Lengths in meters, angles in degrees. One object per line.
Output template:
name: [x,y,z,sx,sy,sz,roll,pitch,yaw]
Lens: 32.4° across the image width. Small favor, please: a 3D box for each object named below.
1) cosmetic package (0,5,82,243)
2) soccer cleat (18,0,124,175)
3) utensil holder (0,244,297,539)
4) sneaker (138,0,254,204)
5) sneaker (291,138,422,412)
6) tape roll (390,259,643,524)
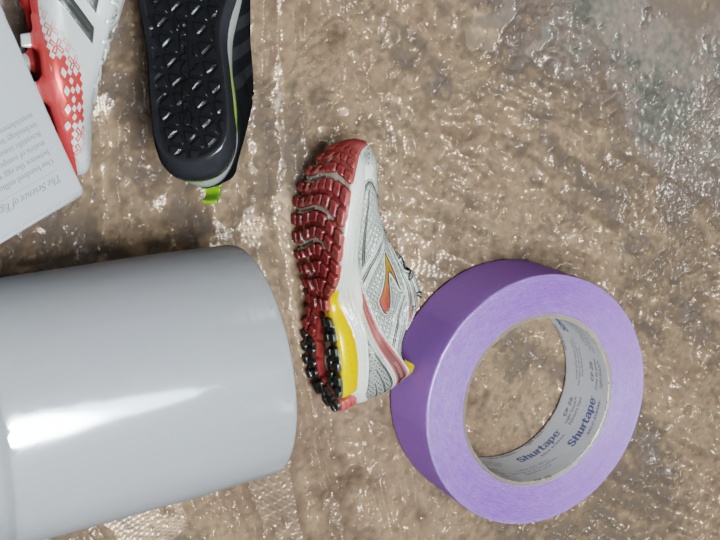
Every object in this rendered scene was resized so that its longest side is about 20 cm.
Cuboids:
cosmetic package: [-0.294,-0.086,0.679,0.199,0.122,0.201,-38,116,-42]
soccer cleat: [-0.178,-0.162,0.786,0.085,0.069,0.201,-11,101,-19]
utensil holder: [-0.162,0.076,0.791,0.199,0.170,0.171,-11,106,-26]
sneaker: [-0.107,-0.146,0.830,0.071,0.083,0.201,2,80,8]
sneaker: [0.000,0.000,0.906,0.082,0.078,0.201,-13,116,-26]
tape roll: [0.126,0.095,0.985,0.199,0.066,0.201,-5,102,-24]
